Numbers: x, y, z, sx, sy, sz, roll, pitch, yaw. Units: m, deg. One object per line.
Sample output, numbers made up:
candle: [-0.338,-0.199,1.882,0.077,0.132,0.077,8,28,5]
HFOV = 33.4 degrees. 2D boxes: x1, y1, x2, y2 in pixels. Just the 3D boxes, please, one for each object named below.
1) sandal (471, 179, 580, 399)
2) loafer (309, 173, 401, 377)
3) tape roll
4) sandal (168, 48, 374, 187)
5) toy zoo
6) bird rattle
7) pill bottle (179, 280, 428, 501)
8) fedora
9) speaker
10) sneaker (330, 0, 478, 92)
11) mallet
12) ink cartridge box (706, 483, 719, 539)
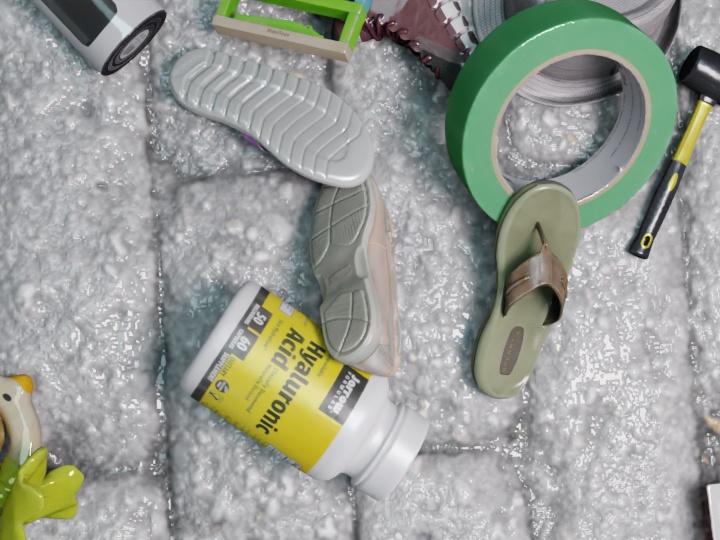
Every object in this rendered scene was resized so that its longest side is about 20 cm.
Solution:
sandal: [0.152,0.022,1.047,0.079,0.057,0.204,5,105,-21]
loafer: [0.000,0.000,1.032,0.071,0.063,0.202,-25,49,28]
tape roll: [0.172,-0.128,1.033,0.198,0.048,0.203,-10,125,-14]
sandal: [-0.075,-0.135,1.062,0.201,0.050,0.083,31,69,9]
toy zoo: [-0.039,-0.288,1.053,0.130,0.020,0.203,14,77,17]
bird rattle: [-0.337,0.167,1.013,0.197,0.113,0.166,-6,76,7]
pill bottle: [-0.045,0.107,1.021,0.199,0.111,0.112,34,84,-4]
fedora: [0.206,-0.246,1.073,0.198,0.090,0.179,-19,89,-7]
speaker: [-0.262,-0.267,1.030,0.081,0.081,0.200,-43,93,-6]
sneaker: [0.037,-0.204,1.070,0.114,0.076,0.202,-23,81,-1]
mallet: [0.306,-0.102,1.110,0.065,0.041,0.203,17,91,-7]
ink cartridge box: [0.401,0.281,1.095,0.173,0.045,0.203,-6,88,-7]
